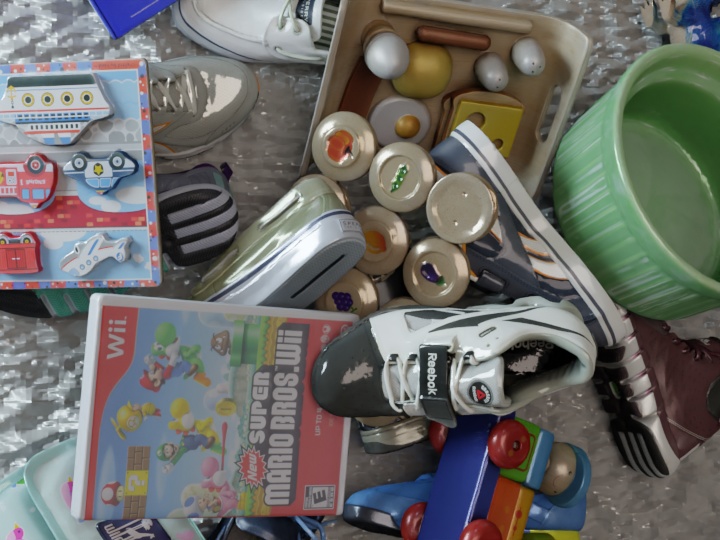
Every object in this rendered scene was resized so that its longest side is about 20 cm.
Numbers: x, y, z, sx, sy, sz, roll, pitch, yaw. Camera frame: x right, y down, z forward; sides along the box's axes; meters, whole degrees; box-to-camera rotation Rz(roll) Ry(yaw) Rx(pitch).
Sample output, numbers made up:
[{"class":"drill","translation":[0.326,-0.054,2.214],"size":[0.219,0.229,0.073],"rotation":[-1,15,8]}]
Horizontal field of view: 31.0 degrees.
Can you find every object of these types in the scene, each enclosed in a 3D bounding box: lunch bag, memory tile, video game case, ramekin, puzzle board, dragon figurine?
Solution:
[{"class":"lunch bag","translation":[-0.193,0.217,0.859],"size":[0.199,0.122,0.171],"rotation":[-34,68,-18]},{"class":"memory tile","translation":[0.000,0.000,0.939],"size":[0.152,0.017,0.201],"rotation":[29,104,15]},{"class":"video game case","translation":[-0.092,0.094,0.877],"size":[0.198,0.017,0.145],"rotation":[6,89,-32]},{"class":"ramekin","translation":[0.242,-0.060,0.987],"size":[0.198,0.098,0.202],"rotation":[11,66,-27]},{"class":"puzzle board","translation":[-0.234,-0.062,0.876],"size":[0.198,0.017,0.152],"rotation":[-1,101,9]},{"class":"dragon figurine","translation":[0.292,-0.182,1.089],"size":[0.098,0.059,0.202],"rotation":[-3,86,-16]}]

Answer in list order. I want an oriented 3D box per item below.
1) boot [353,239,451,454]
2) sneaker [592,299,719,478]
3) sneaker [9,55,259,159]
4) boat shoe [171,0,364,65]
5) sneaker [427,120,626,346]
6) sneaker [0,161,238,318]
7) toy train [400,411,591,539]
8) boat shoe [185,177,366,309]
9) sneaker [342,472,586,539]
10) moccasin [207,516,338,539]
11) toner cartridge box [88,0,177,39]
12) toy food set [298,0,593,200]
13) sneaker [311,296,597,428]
[{"class":"boot","translation":[0.068,0.035,0.997],"size":[0.202,0.073,0.155],"rotation":[-23,90,-16]},{"class":"sneaker","translation":[0.240,0.056,1.054],"size":[0.115,0.075,0.202],"rotation":[-25,102,-23]},{"class":"sneaker","translation":[-0.164,-0.117,0.932],"size":[0.198,0.092,0.077],"rotation":[-14,90,-17]},{"class":"boat shoe","translation":[-0.042,-0.194,0.987],"size":[0.198,0.067,0.074],"rotation":[6,83,-16]},{"class":"sneaker","translation":[0.111,-0.009,0.964],"size":[0.079,0.078,0.200],"rotation":[-40,96,-2]},{"class":"sneaker","translation":[-0.183,-0.026,0.942],"size":[0.198,0.088,0.075],"rotation":[-13,118,3]},{"class":"toy train","translation":[0.093,0.201,0.926],"size":[0.115,0.084,0.202],"rotation":[23,78,-32]},{"class":"boat shoe","translation":[-0.082,0.013,0.935],"size":[0.199,0.072,0.062],"rotation":[-36,59,16]},{"class":"sneaker","translation":[0.081,0.169,0.996],"size":[0.198,0.066,0.079],"rotation":[6,78,-18]},{"class":"moccasin","translation":[-0.066,0.197,0.945],"size":[0.080,0.068,0.201],"rotation":[33,77,-11]},{"class":"toner cartridge box","translation":[-0.123,-0.264,0.945],"size":[0.199,0.043,0.095],"rotation":[-34,125,-6]},{"class":"toy food set","translation":[0.062,-0.124,0.975],"size":[0.198,0.061,0.145],"rotation":[6,123,-16]},{"class":"sneaker","translation":[0.063,0.064,0.878],"size":[0.198,0.089,0.075],"rotation":[-13,107,0]}]
